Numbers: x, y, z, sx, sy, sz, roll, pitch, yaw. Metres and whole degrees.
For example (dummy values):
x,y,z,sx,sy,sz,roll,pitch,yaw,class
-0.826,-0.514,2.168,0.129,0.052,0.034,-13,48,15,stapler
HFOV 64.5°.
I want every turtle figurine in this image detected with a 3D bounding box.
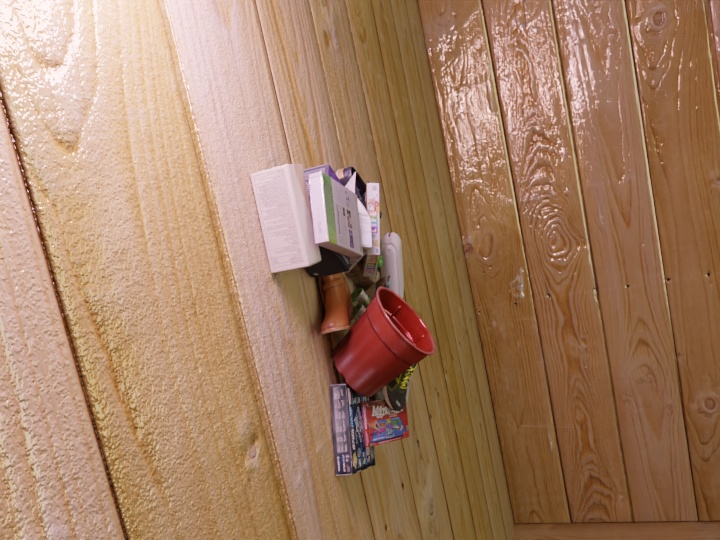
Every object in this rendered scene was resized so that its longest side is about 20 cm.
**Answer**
x,y,z,sx,sy,sz,roll,pitch,yaw,class
0.025,0.158,1.565,0.194,0.197,0.146,45,60,-26,turtle figurine

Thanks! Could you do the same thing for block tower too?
x,y,z,sx,sy,sz,roll,pitch,yaw,class
0.000,0.000,1.593,0.200,0.052,0.060,45,39,-59,block tower

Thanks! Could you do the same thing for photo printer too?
x,y,z,sx,sy,sz,roll,pitch,yaw,class
0.098,-0.014,1.784,0.167,0.067,0.208,-58,145,-77,photo printer

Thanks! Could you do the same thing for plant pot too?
x,y,z,sx,sy,sz,roll,pitch,yaw,class
0.046,0.183,1.374,0.200,0.195,0.202,40,19,-17,plant pot

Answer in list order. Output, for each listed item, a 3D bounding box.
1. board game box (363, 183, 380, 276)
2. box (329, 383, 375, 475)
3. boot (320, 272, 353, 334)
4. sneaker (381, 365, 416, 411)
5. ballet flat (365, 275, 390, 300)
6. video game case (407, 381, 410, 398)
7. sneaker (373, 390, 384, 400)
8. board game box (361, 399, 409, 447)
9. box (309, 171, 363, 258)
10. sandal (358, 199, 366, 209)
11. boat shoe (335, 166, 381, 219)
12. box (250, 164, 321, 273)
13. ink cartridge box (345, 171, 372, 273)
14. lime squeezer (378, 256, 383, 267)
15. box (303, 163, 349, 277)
x,y,z,sx,sy,sz,roll,pitch,yaw,class
0.028,-0.106,1.512,0.135,0.033,0.207,99,-8,-66,board game box
-0.017,0.379,1.386,0.158,0.045,0.208,23,60,-67,box
-0.068,0.060,1.359,0.200,0.071,0.160,-55,134,-79,boot
0.103,0.256,1.459,0.074,0.082,0.208,3,84,-55,sneaker
0.049,0.081,1.629,0.202,0.072,0.070,84,9,-60,ballet flat
0.123,0.291,1.641,0.201,0.022,0.188,-69,155,-61,video game case
0.066,0.346,1.628,0.201,0.072,0.084,-61,167,-67,sneaker
0.066,0.383,1.460,0.198,0.019,0.107,12,68,-56,board game box
-0.050,-0.115,1.238,0.199,0.035,0.150,21,61,-68,box
-0.006,-0.157,1.530,0.200,0.046,0.078,-147,-125,-71,sandal
0.006,-0.216,1.625,0.200,0.061,0.076,47,35,-30,boat shoe
-0.151,-0.106,1.170,0.078,0.092,0.207,-28,109,-69,box
-0.023,-0.119,1.454,0.160,0.046,0.207,134,-40,-57,ink cartridge box
0.024,-0.033,1.653,0.201,0.068,0.039,53,28,-52,lime squeezer
-0.093,-0.112,1.316,0.148,0.101,0.206,50,36,-55,box
